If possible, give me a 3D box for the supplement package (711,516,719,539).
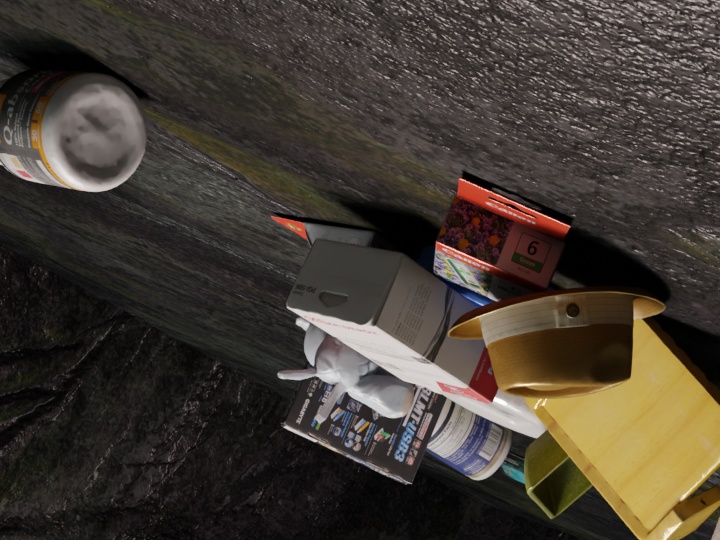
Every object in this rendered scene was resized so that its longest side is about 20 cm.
[{"bbox_3d":[0.435,0.235,1.446,0.145,0.202,0.191,22,170,10],"label":"supplement package"}]

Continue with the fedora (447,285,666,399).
[{"bbox_3d":[0.179,0.069,1.338,0.198,0.083,0.201,-7,168,-1],"label":"fedora"}]

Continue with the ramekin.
[{"bbox_3d":[0.179,0.126,1.788,0.198,0.099,0.201,24,169,5],"label":"ramekin"}]

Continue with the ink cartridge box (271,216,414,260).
[{"bbox_3d":[0.000,0.000,1.722,0.162,0.058,0.199,32,163,-37],"label":"ink cartridge box"}]

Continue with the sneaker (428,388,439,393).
[{"bbox_3d":[0.149,0.126,1.987,0.198,0.075,0.100,15,152,28],"label":"sneaker"}]

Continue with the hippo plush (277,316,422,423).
[{"bbox_3d":[-0.004,0.113,1.947,0.160,0.200,0.161,50,171,-14],"label":"hippo plush"}]

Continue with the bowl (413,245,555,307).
[{"bbox_3d":[0.142,0.031,1.562,0.198,0.040,0.201,24,169,5],"label":"bowl"}]

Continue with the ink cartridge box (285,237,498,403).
[{"bbox_3d":[0.044,0.051,1.547,0.146,0.084,0.199,12,163,48],"label":"ink cartridge box"}]

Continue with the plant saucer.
[{"bbox_3d":[0.269,0.192,1.732,0.048,0.200,0.200,49,180,24],"label":"plant saucer"}]

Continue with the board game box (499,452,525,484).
[{"bbox_3d":[0.344,0.413,3.030,0.134,0.028,0.200,23,169,16],"label":"board game box"}]

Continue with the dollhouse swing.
[{"bbox_3d":[0.300,0.142,1.498,0.200,0.176,0.181,50,-154,20],"label":"dollhouse swing"}]

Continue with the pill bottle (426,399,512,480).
[{"bbox_3d":[0.131,0.234,2.328,0.199,0.112,0.111,33,167,-23],"label":"pill bottle"}]

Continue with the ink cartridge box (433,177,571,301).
[{"bbox_3d":[0.123,-0.018,1.333,0.108,0.051,0.200,24,170,6],"label":"ink cartridge box"}]

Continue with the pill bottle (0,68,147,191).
[{"bbox_3d":[-0.311,-0.146,1.525,0.116,0.118,0.199,32,167,-38],"label":"pill bottle"}]

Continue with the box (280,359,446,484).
[{"bbox_3d":[0.018,0.163,2.059,0.197,0.202,0.050,25,170,-8],"label":"box"}]
